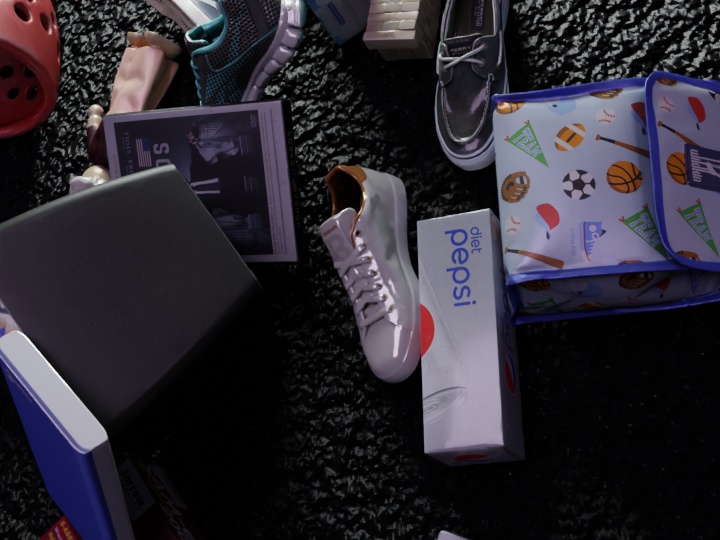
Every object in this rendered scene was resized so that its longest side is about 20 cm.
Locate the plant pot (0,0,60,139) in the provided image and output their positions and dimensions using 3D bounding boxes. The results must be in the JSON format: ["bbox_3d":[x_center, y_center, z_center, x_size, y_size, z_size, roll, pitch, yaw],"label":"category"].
[{"bbox_3d":[-0.425,-0.268,1.148,0.199,0.200,0.184,-13,64,19],"label":"plant pot"}]

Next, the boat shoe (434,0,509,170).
[{"bbox_3d":[0.095,-0.192,0.958,0.072,0.071,0.201,-5,70,22],"label":"boat shoe"}]

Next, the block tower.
[{"bbox_3d":[0.051,-0.297,1.027,0.054,0.058,0.201,2,71,25],"label":"block tower"}]

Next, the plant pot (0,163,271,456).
[{"bbox_3d":[-0.187,0.026,0.924,0.177,0.200,0.200,-35,81,-7],"label":"plant pot"}]

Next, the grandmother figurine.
[{"bbox_3d":[-0.247,-0.148,1.109,0.121,0.060,0.201,10,77,55],"label":"grandmother figurine"}]

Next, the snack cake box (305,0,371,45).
[{"bbox_3d":[-0.055,-0.337,1.054,0.067,0.115,0.201,-32,61,10],"label":"snack cake box"}]

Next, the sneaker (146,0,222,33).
[{"bbox_3d":[-0.158,-0.284,1.110,0.084,0.075,0.200,-37,68,-14],"label":"sneaker"}]

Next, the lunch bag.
[{"bbox_3d":[0.208,-0.058,0.835,0.199,0.124,0.171,-4,70,8],"label":"lunch bag"}]

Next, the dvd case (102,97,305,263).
[{"bbox_3d":[-0.151,-0.081,1.017,0.199,0.025,0.151,-1,101,23],"label":"dvd case"}]

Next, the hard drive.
[{"bbox_3d":[-0.229,0.155,0.845,0.025,0.201,0.132,-32,55,-27],"label":"hard drive"}]

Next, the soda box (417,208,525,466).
[{"bbox_3d":[0.089,0.055,0.875,0.068,0.063,0.201,-9,68,22],"label":"soda box"}]

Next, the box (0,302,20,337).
[{"bbox_3d":[-0.303,0.042,1.071,0.199,0.041,0.120,21,81,31],"label":"box"}]

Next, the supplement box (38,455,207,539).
[{"bbox_3d":[-0.238,0.274,0.945,0.200,0.061,0.109,-44,60,3],"label":"supplement box"}]

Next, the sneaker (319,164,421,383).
[{"bbox_3d":[0.000,0.000,0.916,0.073,0.084,0.201,-34,53,40],"label":"sneaker"}]

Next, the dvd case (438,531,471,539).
[{"bbox_3d":[0.098,0.315,0.791,0.150,0.025,0.201,13,78,27],"label":"dvd case"}]

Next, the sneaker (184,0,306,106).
[{"bbox_3d":[-0.132,-0.196,1.016,0.200,0.091,0.078,-52,28,34],"label":"sneaker"}]
